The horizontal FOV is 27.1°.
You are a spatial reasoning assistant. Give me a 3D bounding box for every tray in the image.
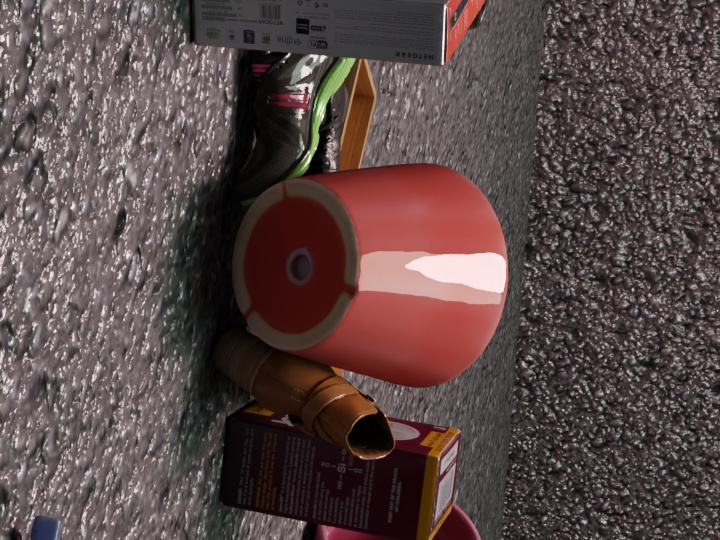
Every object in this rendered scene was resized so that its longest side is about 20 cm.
[{"bbox_3d":[-0.026,-0.122,1.548,0.099,0.037,0.201,68,31,-64],"label":"tray"}]

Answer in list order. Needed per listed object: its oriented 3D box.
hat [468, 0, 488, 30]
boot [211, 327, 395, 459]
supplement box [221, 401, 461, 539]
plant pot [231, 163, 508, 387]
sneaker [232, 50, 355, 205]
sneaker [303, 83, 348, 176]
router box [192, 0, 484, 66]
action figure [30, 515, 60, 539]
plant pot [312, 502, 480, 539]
[{"bbox_3d":[0.129,-0.373,1.982,0.201,0.080,0.202,8,90,-78],"label":"hat"},{"bbox_3d":[-0.026,0.111,1.329,0.077,0.155,0.200,-60,153,-2],"label":"boot"},{"bbox_3d":[-0.016,0.183,1.388,0.110,0.199,0.086,-26,124,-74],"label":"supplement box"},{"bbox_3d":[0.000,0.000,1.274,0.177,0.200,0.202,5,93,-51],"label":"plant pot"},{"bbox_3d":[-0.070,-0.149,1.291,0.084,0.077,0.201,29,75,-28],"label":"sneaker"},{"bbox_3d":[-0.046,-0.142,1.405,0.104,0.060,0.201,66,28,-68],"label":"sneaker"},{"bbox_3d":[-0.010,-0.220,1.188,0.180,0.199,0.049,-59,152,-60],"label":"router box"},{"bbox_3d":[-0.176,0.259,0.964,0.193,0.104,0.201,-26,125,-86],"label":"action figure"},{"bbox_3d":[0.027,0.377,1.764,0.200,0.199,0.180,-63,172,-56],"label":"plant pot"}]
